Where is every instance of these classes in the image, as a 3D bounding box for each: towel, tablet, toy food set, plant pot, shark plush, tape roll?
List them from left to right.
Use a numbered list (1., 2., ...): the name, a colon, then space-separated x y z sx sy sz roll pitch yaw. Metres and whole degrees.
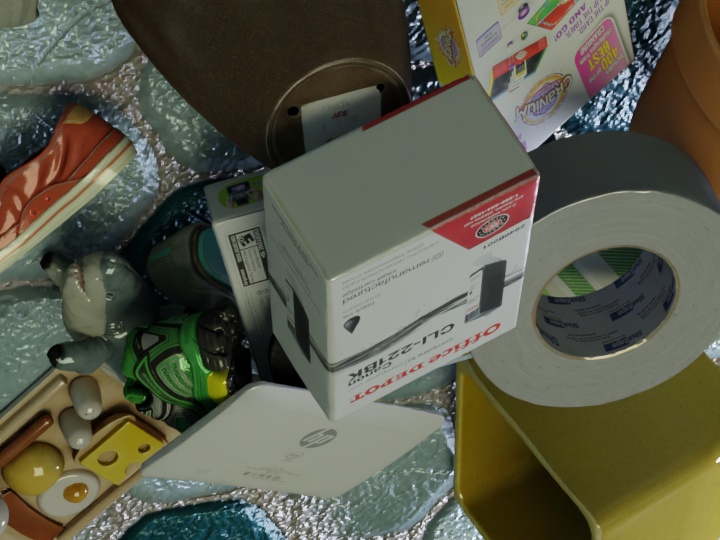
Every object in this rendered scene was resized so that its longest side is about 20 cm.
1. toy food set: -0.222 0.160 1.553 0.200 0.061 0.143 -40 133 12
2. shark plush: -0.147 0.050 1.448 0.083 0.091 0.200 -26 132 22
3. plant pot: -0.044 -0.147 1.268 0.186 0.200 0.188 -13 134 -15
4. tablet: -0.046 0.124 1.448 0.199 0.014 0.130 13 139 -46
5. tape roll: 0.161 0.002 1.407 0.199 0.066 0.201 -9 133 -9
6. towel: 0.180 -0.001 1.544 0.199 0.024 0.153 -3 148 37
7. plant pot: 0.210 0.153 1.659 0.199 0.196 0.195 -26 143 -20
8. plant pot: 0.287 -0.113 1.474 0.199 0.201 0.140 8 141 -30

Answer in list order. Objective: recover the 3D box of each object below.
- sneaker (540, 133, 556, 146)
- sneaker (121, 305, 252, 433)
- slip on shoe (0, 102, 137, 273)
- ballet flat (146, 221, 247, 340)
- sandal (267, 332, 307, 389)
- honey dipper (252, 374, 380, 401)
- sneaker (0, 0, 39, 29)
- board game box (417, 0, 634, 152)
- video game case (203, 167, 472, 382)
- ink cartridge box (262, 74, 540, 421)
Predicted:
1. sneaker: 0.057 -0.089 1.474 0.199 0.083 0.072 14 167 -17
2. sneaker: -0.120 0.079 1.438 0.085 0.079 0.200 -2 153 4
3. slip on shoe: -0.239 -0.040 1.374 0.200 0.074 0.061 -38 100 18
4. ballet flat: -0.078 0.023 1.511 0.063 0.068 0.200 -22 142 35
5. sandal: -0.032 0.063 1.427 0.075 0.045 0.200 0 146 -10
6. honey dipper: -0.068 0.087 1.578 0.199 0.038 0.038 8 125 -31
7. sneaker: -0.203 -0.228 1.221 0.079 0.074 0.201 -2 136 -35
8. board game box: 0.112 -0.181 1.383 0.153 0.040 0.201 -41 139 -22
9. video game case: 0.000 0.000 1.433 0.180 0.046 0.201 -16 133 -2
10. ink cartridge box: 0.023 -0.008 1.241 0.144 0.084 0.200 -27 156 -13
